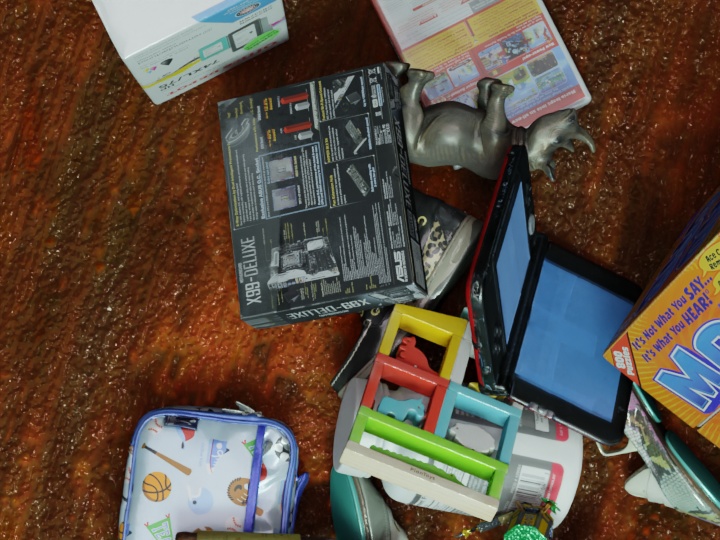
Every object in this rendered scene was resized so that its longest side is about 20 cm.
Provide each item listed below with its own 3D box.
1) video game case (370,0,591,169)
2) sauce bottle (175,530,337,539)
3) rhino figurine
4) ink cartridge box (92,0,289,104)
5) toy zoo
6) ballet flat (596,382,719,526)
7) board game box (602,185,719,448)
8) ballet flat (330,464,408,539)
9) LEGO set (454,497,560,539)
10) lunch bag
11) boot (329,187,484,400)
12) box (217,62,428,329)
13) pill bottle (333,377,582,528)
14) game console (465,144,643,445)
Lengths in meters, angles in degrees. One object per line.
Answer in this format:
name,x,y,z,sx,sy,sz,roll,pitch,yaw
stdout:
video game case,0.106,-0.214,1.399,0.142,0.017,0.201,-26,85,-2
sauce bottle,-0.058,0.251,1.272,0.198,0.066,0.067,1,84,-5
rhino figurine,0.112,-0.126,1.351,0.198,0.060,0.088,11,104,1
ink cartridge box,-0.158,-0.256,1.317,0.146,0.200,0.147,-26,86,-2
toy zoo,0.070,0.102,1.250,0.130,0.021,0.201,21,44,-1
ballet flat,0.250,0.152,1.344,0.071,0.069,0.201,-37,81,16
board game box,0.361,0.021,1.245,0.199,0.200,0.200,37,53,4
ballet flat,0.016,0.262,1.342,0.063,0.067,0.202,-4,85,-27
LEGO set,0.134,0.278,1.292,0.153,0.116,0.200,38,112,2
lunch bag,-0.130,0.214,1.336,0.159,0.076,0.202,8,86,0
boot,0.000,0.000,1.355,0.150,0.073,0.201,37,95,9
box,-0.034,-0.062,1.303,0.156,0.050,0.202,-12,75,14
pill bottle,0.081,0.151,1.302,0.198,0.111,0.112,13,85,-9
game console,0.170,0.016,1.277,0.118,0.173,0.201,2,41,17
